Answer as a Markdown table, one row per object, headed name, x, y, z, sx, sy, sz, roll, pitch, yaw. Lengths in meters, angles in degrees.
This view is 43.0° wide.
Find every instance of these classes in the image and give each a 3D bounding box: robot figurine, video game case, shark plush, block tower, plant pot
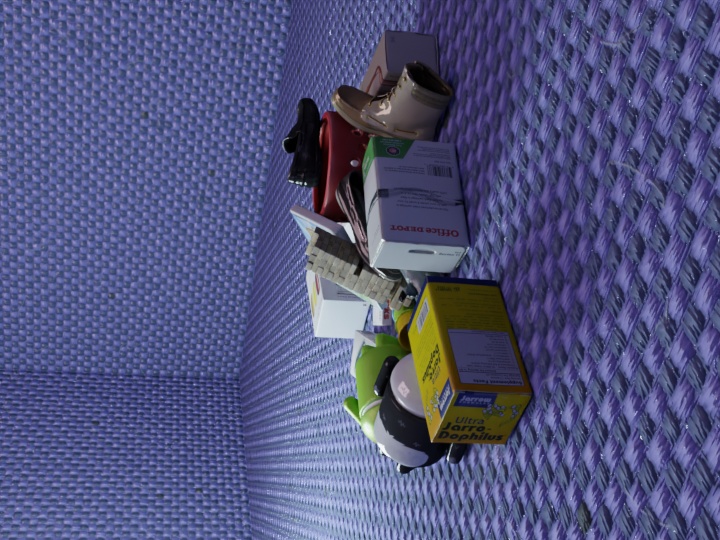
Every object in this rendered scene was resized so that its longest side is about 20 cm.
| name | x | y | z | sx | sy | sz | roll | pitch | yaw |
| --- | --- | --- | --- | --- | --- | --- | --- | --- | --- |
| robot figurine | 0.052 | 0.209 | 1.556 | 0.175 | 0.115 | 0.202 | -40 | 42 | 36 |
| video game case | -0.042 | -0.026 | 1.677 | 0.199 | 0.022 | 0.183 | 29 | 153 | 58 |
| shark plush | 0.092 | 0.041 | 1.483 | 0.091 | 0.082 | 0.204 | 154 | 118 | -62 |
| robot figurine | 0.091 | 0.214 | 1.385 | 0.126 | 0.148 | 0.202 | -78 | 3 | -53 |
| block tower | 0.000 | 0.000 | 1.552 | 0.058 | 0.197 | 0.054 | -71 | 8 | -51 |
| plant pot | 0.010 | -0.186 | 1.695 | 0.200 | 0.179 | 0.204 | -176 | 90 | -76 |

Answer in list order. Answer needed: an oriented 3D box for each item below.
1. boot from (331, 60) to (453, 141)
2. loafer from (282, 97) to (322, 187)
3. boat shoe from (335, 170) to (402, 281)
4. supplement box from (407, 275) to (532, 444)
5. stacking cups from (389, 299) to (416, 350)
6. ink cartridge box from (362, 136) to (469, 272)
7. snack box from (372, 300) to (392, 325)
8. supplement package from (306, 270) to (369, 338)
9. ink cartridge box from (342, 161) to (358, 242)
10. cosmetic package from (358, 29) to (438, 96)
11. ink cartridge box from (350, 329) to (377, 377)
| name | x | y | z | sx | sy | sz | roll | pitch | yaw |
| --- | --- | --- | --- | --- | --- | --- | --- | --- | --- |
| boot | 0.053 | -0.298 | 1.562 | 0.072 | 0.198 | 0.155 | -56 | -6 | -38 |
| loafer | -0.109 | -0.241 | 1.687 | 0.068 | 0.069 | 0.203 | 110 | 160 | -54 |
| boat shoe | 0.018 | -0.077 | 1.534 | 0.202 | 0.066 | 0.057 | 61 | 150 | 17 |
| supplement box | 0.140 | 0.118 | 1.227 | 0.202 | 0.107 | 0.111 | -100 | 20 | -44 |
| stacking cups | 0.074 | 0.066 | 1.616 | 0.201 | 0.059 | 0.061 | -113 | 30 | -62 |
| ink cartridge box | 0.083 | -0.104 | 1.447 | 0.083 | 0.144 | 0.203 | 114 | 157 | -55 |
| snack box | 0.047 | 0.008 | 1.822 | 0.072 | 0.024 | 0.204 | 165 | 109 | -77 |
| supplement package | -0.052 | 0.043 | 2.046 | 0.201 | 0.108 | 0.115 | -103 | 21 | -50 |
| ink cartridge box | 0.003 | -0.176 | 1.926 | 0.145 | 0.083 | 0.204 | 124 | 147 | -66 |
| cosmetic package | 0.066 | -0.344 | 1.678 | 0.200 | 0.101 | 0.089 | 121 | 149 | -66 |
| ink cartridge box | 0.021 | 0.223 | 1.832 | 0.200 | 0.044 | 0.180 | -160 | 75 | -76 |
